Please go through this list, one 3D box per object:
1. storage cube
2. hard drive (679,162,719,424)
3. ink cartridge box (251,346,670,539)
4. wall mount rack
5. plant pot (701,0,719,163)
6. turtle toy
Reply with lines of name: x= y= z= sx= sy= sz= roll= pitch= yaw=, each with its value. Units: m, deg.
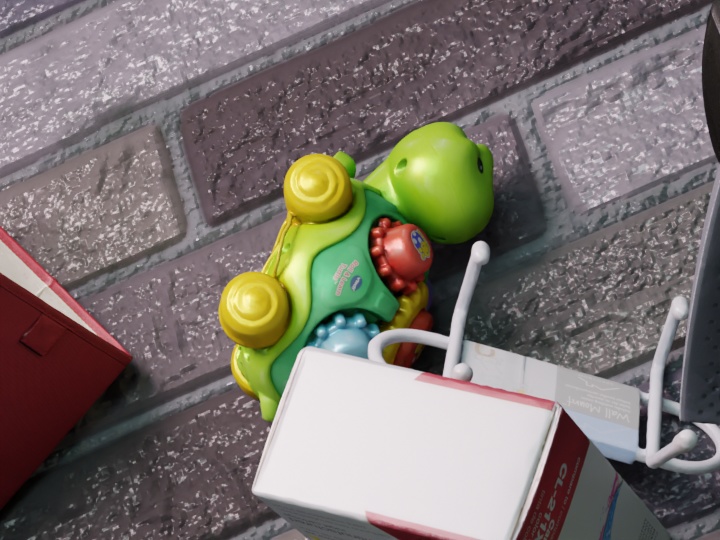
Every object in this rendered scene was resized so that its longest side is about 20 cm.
storage cube: x=-0.274 y=0.044 z=1.649 sx=0.180 sy=0.200 sz=0.171 roll=-49 pitch=57 yaw=1
hard drive: x=0.227 y=-0.015 z=1.378 sx=0.135 sy=0.200 sz=0.042 roll=4 pitch=30 yaw=-7
ink cartridge box: x=0.056 y=0.124 z=1.465 sx=0.146 sy=0.200 sz=0.083 roll=11 pitch=71 yaw=27
wall mount rack: x=0.104 y=0.056 z=1.488 sx=0.200 sy=0.075 sz=0.174 roll=15 pitch=27 yaw=-2
plant pot: x=0.281 y=-0.073 z=1.490 sx=0.199 sy=0.177 sz=0.200 roll=-22 pitch=57 yaw=10
turtle toy: x=0.000 y=0.000 z=1.601 sx=0.101 sy=0.146 sz=0.200 roll=26 pitch=75 yaw=10
